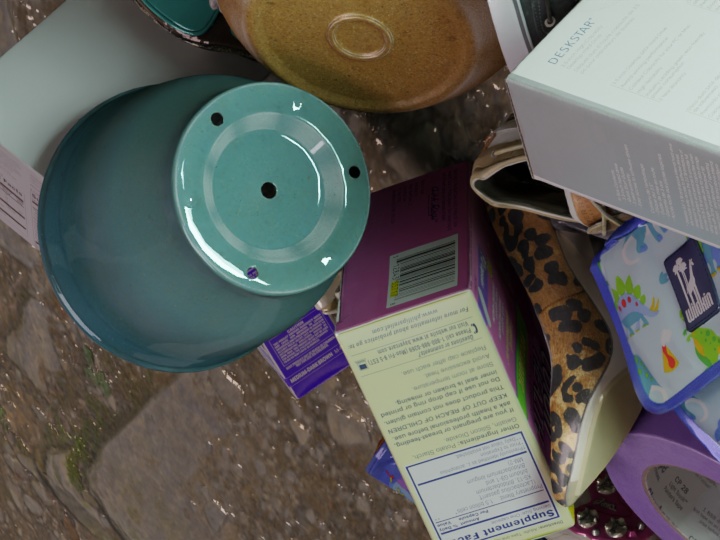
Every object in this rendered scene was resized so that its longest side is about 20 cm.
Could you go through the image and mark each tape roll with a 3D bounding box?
[{"bbox_3d":[0.262,0.150,1.502,0.200,0.066,0.200,33,159,15],"label":"tape roll"}]

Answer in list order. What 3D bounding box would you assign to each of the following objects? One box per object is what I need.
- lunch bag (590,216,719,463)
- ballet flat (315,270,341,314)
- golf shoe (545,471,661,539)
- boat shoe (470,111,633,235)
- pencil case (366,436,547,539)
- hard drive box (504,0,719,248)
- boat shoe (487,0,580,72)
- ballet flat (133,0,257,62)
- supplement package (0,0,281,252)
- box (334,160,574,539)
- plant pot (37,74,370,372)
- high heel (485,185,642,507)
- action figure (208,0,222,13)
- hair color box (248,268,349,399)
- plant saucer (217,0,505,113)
[{"bbox_3d":[0.244,0.025,1.301,0.200,0.127,0.170,47,142,2],"label":"lunch bag"},{"bbox_3d":[0.000,0.000,1.694,0.069,0.071,0.200,50,154,-13],"label":"ballet flat"},{"bbox_3d":[0.150,0.187,1.747,0.199,0.075,0.092,25,151,38],"label":"golf shoe"},{"bbox_3d":[0.155,-0.054,1.391,0.199,0.068,0.075,11,136,46],"label":"boat shoe"},{"bbox_3d":[0.094,0.197,1.834,0.200,0.078,0.087,44,158,2],"label":"pencil case"},{"bbox_3d":[0.203,-0.094,1.167,0.199,0.156,0.077,25,149,37],"label":"hard drive box"},{"bbox_3d":[0.102,-0.172,1.308,0.056,0.069,0.200,-10,137,13],"label":"boat shoe"},{"bbox_3d":[-0.084,-0.175,1.578,0.199,0.068,0.075,28,175,24],"label":"ballet flat"},{"bbox_3d":[-0.174,-0.110,1.641,0.156,0.200,0.111,37,153,15],"label":"supplement package"},{"bbox_3d":[0.067,0.061,1.535,0.096,0.176,0.201,-18,117,13],"label":"box"},{"bbox_3d":[-0.091,-0.041,1.469,0.200,0.200,0.188,50,158,-10],"label":"plant pot"},{"bbox_3d":[0.122,0.042,1.479,0.142,0.201,0.071,19,-175,36],"label":"high heel"},{"bbox_3d":[-0.089,-0.234,1.455,0.119,0.102,0.200,44,151,-5],"label":"action figure"},{"bbox_3d":[-0.088,-0.006,1.785,0.201,0.065,0.109,61,173,-27],"label":"hair color box"},{"bbox_3d":[0.003,-0.156,1.397,0.199,0.036,0.201,7,145,5],"label":"plant saucer"}]
